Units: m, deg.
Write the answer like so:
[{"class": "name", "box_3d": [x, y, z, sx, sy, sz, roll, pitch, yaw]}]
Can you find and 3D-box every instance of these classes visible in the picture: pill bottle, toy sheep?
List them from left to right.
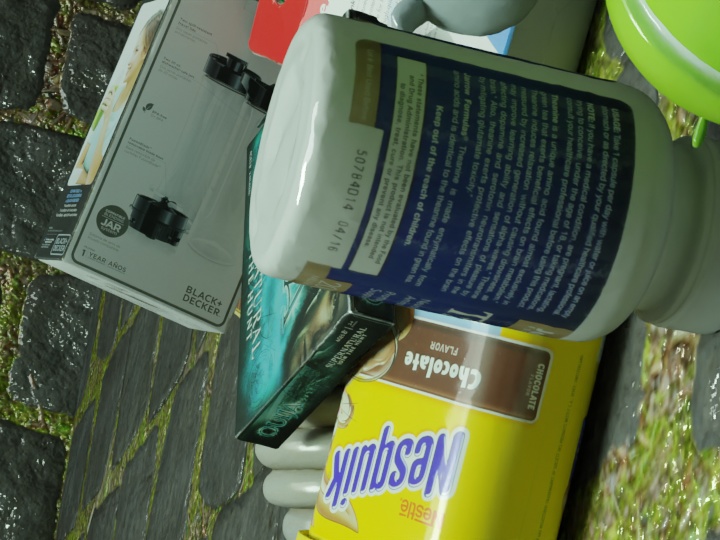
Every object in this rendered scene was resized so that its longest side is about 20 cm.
[{"class": "toy sheep", "box_3d": [0.004, 0.105, 1.113, 0.138, 0.138, 0.200, 155, 110, -73]}, {"class": "pill bottle", "box_3d": [0.062, -0.032, 0.822, 0.111, 0.200, 0.111, -168, 90, -77]}]

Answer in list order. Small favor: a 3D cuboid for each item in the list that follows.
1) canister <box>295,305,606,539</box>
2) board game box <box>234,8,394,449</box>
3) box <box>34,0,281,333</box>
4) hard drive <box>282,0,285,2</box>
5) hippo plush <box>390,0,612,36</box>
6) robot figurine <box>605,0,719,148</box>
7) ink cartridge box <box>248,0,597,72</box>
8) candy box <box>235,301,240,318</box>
[{"class": "canister", "box_3d": [0.047, 0.077, 0.980, 0.148, 0.086, 0.200, 11, 87, 56]}, {"class": "board game box", "box_3d": [-0.026, -0.023, 1.054, 0.135, 0.028, 0.200, -49, 33, 46]}, {"class": "box", "box_3d": [-0.102, -0.075, 1.201, 0.060, 0.116, 0.200, 4, 72, 65]}, {"class": "hard drive", "box_3d": [0.024, -0.241, 1.196, 0.027, 0.132, 0.200, -136, 71, -81]}, {"class": "hippo plush", "box_3d": [0.088, -0.190, 0.959, 0.200, 0.159, 0.161, 58, 148, 8]}, {"class": "robot figurine", "box_3d": [0.158, -0.129, 0.694, 0.200, 0.115, 0.176, 121, 158, -55]}, {"class": "ink cartridge box", "box_3d": [0.032, -0.148, 1.125, 0.200, 0.067, 0.116, 28, 108, 41]}, {"class": "candy box", "box_3d": [0.000, 0.000, 1.214, 0.055, 0.115, 0.200, -39, -13, -34]}]
